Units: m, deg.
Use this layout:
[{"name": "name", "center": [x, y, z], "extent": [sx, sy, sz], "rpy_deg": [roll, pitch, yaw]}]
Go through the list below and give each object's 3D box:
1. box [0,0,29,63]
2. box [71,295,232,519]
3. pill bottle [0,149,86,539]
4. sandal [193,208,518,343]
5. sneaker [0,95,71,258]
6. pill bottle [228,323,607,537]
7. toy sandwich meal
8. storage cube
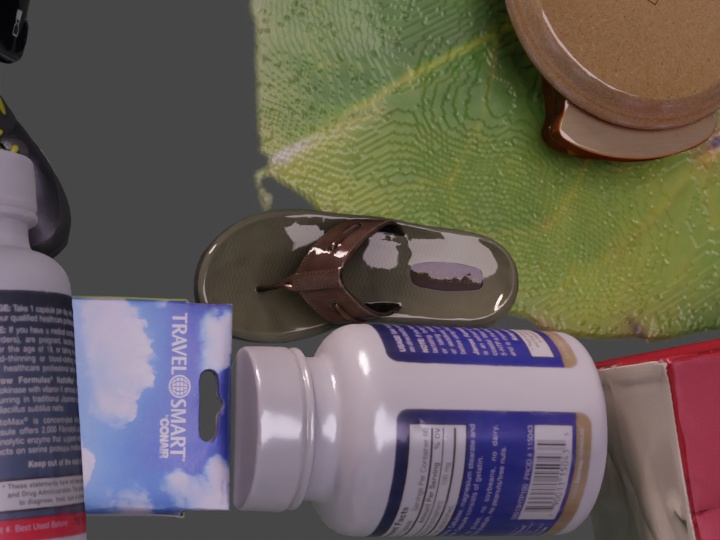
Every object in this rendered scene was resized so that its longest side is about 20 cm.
[{"name": "box", "center": [-0.250, -0.221, 0.673], "extent": [0.199, 0.117, 0.198], "rpy_deg": [12, 90, 7]}, {"name": "box", "center": [-0.173, 0.075, 0.787], "extent": [0.199, 0.048, 0.123], "rpy_deg": [2, 82, -16]}, {"name": "pill bottle", "center": [-0.198, 0.047, 0.698], "extent": [0.119, 0.120, 0.202], "rpy_deg": [-2, 83, -18]}, {"name": "sandal", "center": [0.001, -0.001, 0.848], "extent": [0.199, 0.057, 0.080], "rpy_deg": [-2, 83, -12]}, {"name": "sneaker", "center": [-0.230, -0.086, 0.772], "extent": [0.074, 0.085, 0.200], "rpy_deg": [-40, 94, -17]}, {"name": "pill bottle", "center": [0.028, 0.091, 0.815], "extent": [0.199, 0.120, 0.121], "rpy_deg": [4, 82, -17]}, {"name": "toy sandwich meal", "center": [0.173, -0.168, 0.928], "extent": [0.204, 0.070, 0.207], "rpy_deg": [3, 77, -16]}, {"name": "storage cube", "center": [0.242, 0.124, 0.844], "extent": [0.179, 0.200, 0.172], "rpy_deg": [-9, 86, -12]}]
